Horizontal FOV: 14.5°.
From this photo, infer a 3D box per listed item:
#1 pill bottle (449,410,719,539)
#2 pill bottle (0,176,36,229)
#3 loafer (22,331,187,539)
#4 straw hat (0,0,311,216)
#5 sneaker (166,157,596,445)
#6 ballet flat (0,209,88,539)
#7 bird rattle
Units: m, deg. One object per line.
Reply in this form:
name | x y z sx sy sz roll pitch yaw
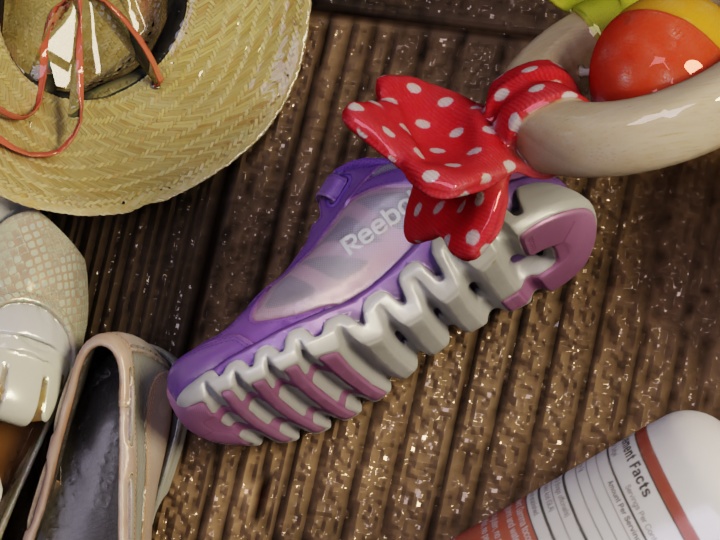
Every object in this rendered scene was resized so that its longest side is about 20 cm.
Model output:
pill bottle | 0.114 0.128 1.135 0.200 0.112 0.112 -30 69 8
pill bottle | -0.248 -0.058 1.299 0.200 0.113 0.113 40 90 22
loafer | -0.124 0.124 1.239 0.072 0.063 0.201 6 78 19
straw hat | -0.129 -0.122 1.289 0.085 0.201 0.202 5 73 63
sneaker | 0.000 0.000 1.228 0.200 0.081 0.089 -31 64 2
ballet flat | -0.162 0.074 1.251 0.062 0.067 0.201 31 103 63
bird rattle | 0.098 -0.081 1.125 0.163 0.200 0.113 1 116 43
